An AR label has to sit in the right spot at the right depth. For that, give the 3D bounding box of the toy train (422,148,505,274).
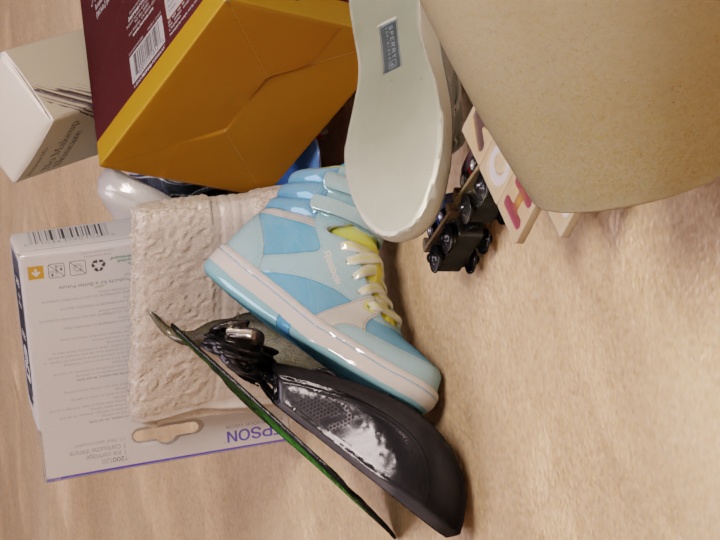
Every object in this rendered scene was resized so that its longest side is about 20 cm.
[{"bbox_3d":[0.074,-0.052,1.319,0.200,0.034,0.046,120,146,-60],"label":"toy train"}]

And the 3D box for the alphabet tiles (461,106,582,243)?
[{"bbox_3d":[0.106,-0.121,1.184,0.200,0.008,0.167,-64,31,34],"label":"alphabet tiles"}]

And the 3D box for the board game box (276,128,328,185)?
[{"bbox_3d":[-0.039,-0.058,1.678,0.158,0.039,0.201,-137,41,-60],"label":"board game box"}]

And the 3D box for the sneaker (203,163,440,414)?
[{"bbox_3d":[0.000,0.000,1.500,0.200,0.131,0.080,34,173,29],"label":"sneaker"}]

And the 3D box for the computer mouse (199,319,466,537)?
[{"bbox_3d":[-0.005,0.090,1.430,0.053,0.200,0.139,-52,-8,-5],"label":"computer mouse"}]

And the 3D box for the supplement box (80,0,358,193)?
[{"bbox_3d":[-0.093,-0.195,1.570,0.197,0.132,0.201,-46,44,44],"label":"supplement box"}]

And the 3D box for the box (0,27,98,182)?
[{"bbox_3d":[-0.184,-0.135,1.661,0.068,0.200,0.082,52,135,13],"label":"box"}]

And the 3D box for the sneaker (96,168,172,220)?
[{"bbox_3d":[-0.143,0.005,1.731,0.089,0.200,0.075,-51,35,-8],"label":"sneaker"}]

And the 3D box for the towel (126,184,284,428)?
[{"bbox_3d":[-0.104,0.028,1.640,0.035,0.132,0.201,-117,25,-49],"label":"towel"}]

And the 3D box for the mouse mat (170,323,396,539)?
[{"bbox_3d":[-0.049,0.110,1.510,0.161,0.008,0.200,41,175,20],"label":"mouse mat"}]

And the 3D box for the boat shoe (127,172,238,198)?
[{"bbox_3d":[-0.117,-0.068,1.764,0.091,0.071,0.200,55,164,-17],"label":"boat shoe"}]

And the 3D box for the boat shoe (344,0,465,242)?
[{"bbox_3d":[0.036,-0.101,1.367,0.070,0.071,0.201,-19,57,29],"label":"boat shoe"}]

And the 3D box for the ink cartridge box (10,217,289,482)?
[{"bbox_3d":[-0.154,0.052,1.698,0.043,0.197,0.201,-119,24,-58],"label":"ink cartridge box"}]

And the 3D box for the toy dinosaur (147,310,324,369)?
[{"bbox_3d":[-0.051,0.053,1.580,0.077,0.200,0.102,-62,-1,9],"label":"toy dinosaur"}]

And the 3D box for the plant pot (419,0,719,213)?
[{"bbox_3d":[0.102,-0.134,1.019,0.187,0.187,0.201,-151,47,-70],"label":"plant pot"}]
